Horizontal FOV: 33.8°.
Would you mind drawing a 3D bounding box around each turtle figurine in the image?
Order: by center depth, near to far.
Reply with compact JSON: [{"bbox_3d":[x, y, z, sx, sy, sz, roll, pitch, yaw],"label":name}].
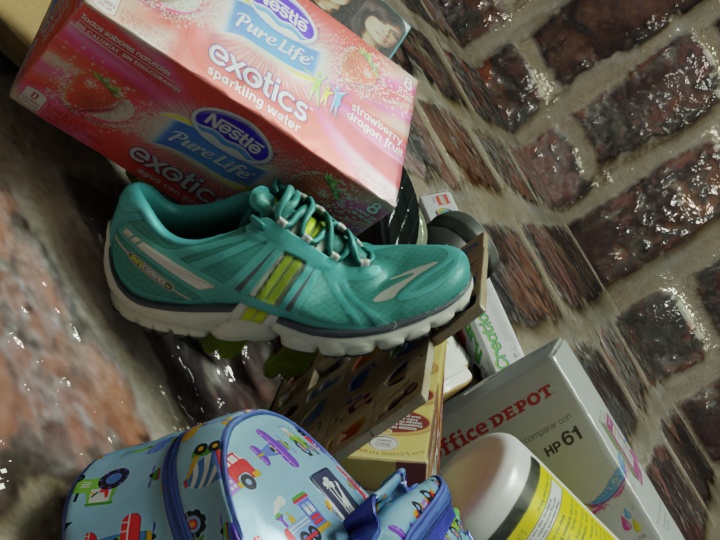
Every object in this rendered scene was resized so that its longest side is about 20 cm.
[{"bbox_3d":[-0.069,-0.012,0.760,0.200,0.064,0.163,41,23,-47],"label":"turtle figurine"}]

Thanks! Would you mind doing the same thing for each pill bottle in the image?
[{"bbox_3d":[0.129,0.216,0.800,0.200,0.112,0.113,44,18,-10],"label":"pill bottle"}]

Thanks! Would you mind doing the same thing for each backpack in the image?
[{"bbox_3d":[-0.023,0.142,0.494,0.202,0.134,0.182,58,15,10],"label":"backpack"}]

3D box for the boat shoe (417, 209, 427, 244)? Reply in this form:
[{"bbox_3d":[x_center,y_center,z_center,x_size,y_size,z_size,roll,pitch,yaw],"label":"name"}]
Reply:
[{"bbox_3d":[-0.040,-0.062,0.859,0.200,0.060,0.073,32,46,-24],"label":"boat shoe"}]

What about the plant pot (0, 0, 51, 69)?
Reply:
[{"bbox_3d":[-0.185,-0.165,0.728,0.200,0.027,0.201,44,22,-22],"label":"plant pot"}]

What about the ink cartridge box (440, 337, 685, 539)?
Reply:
[{"bbox_3d":[0.142,0.176,0.905,0.202,0.143,0.085,59,17,4],"label":"ink cartridge box"}]

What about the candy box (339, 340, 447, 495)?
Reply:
[{"bbox_3d":[0.019,0.117,0.706,0.200,0.055,0.119,-73,166,-71],"label":"candy box"}]

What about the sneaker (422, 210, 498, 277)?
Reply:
[{"bbox_3d":[0.031,-0.002,0.957,0.076,0.079,0.199,55,-22,-8],"label":"sneaker"}]

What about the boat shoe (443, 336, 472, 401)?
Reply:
[{"bbox_3d":[0.045,0.073,0.951,0.070,0.070,0.200,57,7,-1],"label":"boat shoe"}]

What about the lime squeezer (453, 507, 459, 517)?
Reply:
[{"bbox_3d":[0.060,0.220,0.654,0.071,0.037,0.203,48,33,-54],"label":"lime squeezer"}]

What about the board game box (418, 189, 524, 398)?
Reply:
[{"bbox_3d":[0.092,0.044,1.083,0.127,0.034,0.202,98,-24,-52],"label":"board game box"}]

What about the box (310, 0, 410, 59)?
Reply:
[{"bbox_3d":[-0.035,-0.140,0.831,0.082,0.049,0.201,40,41,-10],"label":"box"}]

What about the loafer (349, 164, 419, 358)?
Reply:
[{"bbox_3d":[0.000,0.000,0.812,0.202,0.071,0.073,88,19,-45],"label":"loafer"}]

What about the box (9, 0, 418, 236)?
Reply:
[{"bbox_3d":[-0.074,-0.101,0.654,0.198,0.094,0.104,32,49,-24],"label":"box"}]

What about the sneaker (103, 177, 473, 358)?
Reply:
[{"bbox_3d":[-0.036,-0.005,0.619,0.078,0.196,0.081,-94,-172,-65],"label":"sneaker"}]

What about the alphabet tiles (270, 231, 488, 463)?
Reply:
[{"bbox_3d":[0.004,0.056,0.666,0.008,0.166,0.200,50,17,-11],"label":"alphabet tiles"}]
